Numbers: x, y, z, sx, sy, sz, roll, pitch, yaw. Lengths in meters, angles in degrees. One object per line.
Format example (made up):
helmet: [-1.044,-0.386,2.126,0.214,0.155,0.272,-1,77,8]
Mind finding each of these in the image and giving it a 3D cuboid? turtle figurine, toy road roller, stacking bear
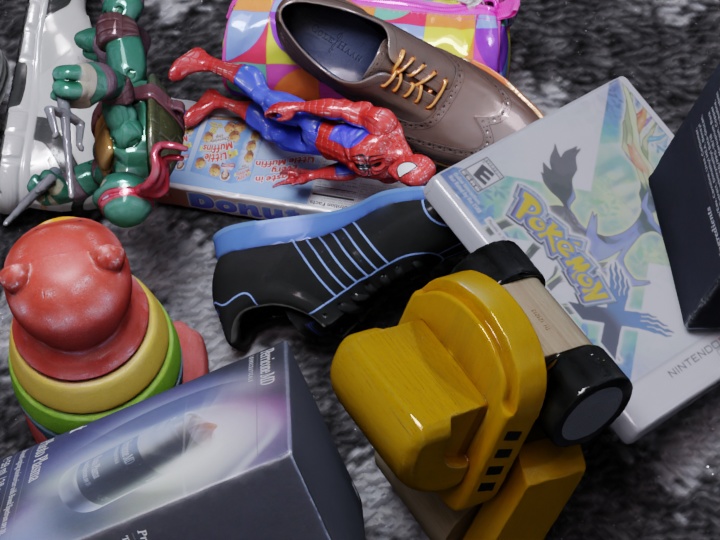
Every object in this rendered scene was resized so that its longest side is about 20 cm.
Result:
turtle figurine: [-0.160,-0.091,1.647,0.101,0.150,0.200,12,51,-15]
toy road roller: [0.047,0.087,1.527,0.146,0.200,0.123,-14,53,-36]
stacking bear: [-0.164,0.039,1.592,0.121,0.200,0.114,-7,59,2]

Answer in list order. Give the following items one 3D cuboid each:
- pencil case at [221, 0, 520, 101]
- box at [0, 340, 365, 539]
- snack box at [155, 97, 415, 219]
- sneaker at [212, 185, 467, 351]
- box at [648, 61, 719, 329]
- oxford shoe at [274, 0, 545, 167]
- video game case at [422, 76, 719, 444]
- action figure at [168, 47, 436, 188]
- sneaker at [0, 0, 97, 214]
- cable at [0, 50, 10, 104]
pencil case: [0.008,-0.151,1.755,0.200,0.088,0.088,3,60,8]
box: [-0.106,0.152,1.488,0.198,0.123,0.200,-22,16,3]
snack box: [-0.059,-0.069,1.748,0.200,0.024,0.072,9,60,12]
sneaker: [0.000,0.000,1.663,0.200,0.070,0.078,-12,71,22]
box: [0.303,-0.063,1.569,0.196,0.200,0.118,0,57,-19]
oxford shoe: [0.031,-0.115,1.674,0.200,0.073,0.071,27,94,7]
video game case: [0.163,-0.011,1.622,0.182,0.022,0.200,-29,74,-37]
action figure: [-0.035,-0.089,1.688,0.200,0.065,0.052,19,48,31]
sneaker: [-0.197,-0.122,1.779,0.080,0.074,0.200,7,64,-5]
cable: [-0.258,-0.073,1.743,0.097,0.050,0.200,-31,52,19]
